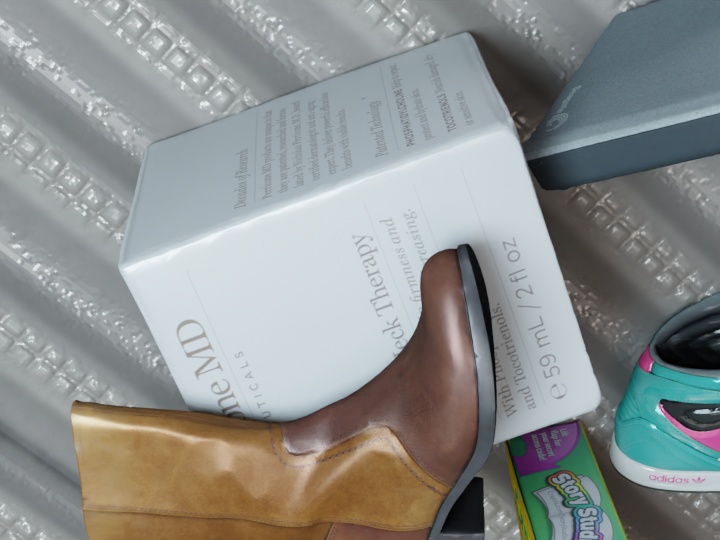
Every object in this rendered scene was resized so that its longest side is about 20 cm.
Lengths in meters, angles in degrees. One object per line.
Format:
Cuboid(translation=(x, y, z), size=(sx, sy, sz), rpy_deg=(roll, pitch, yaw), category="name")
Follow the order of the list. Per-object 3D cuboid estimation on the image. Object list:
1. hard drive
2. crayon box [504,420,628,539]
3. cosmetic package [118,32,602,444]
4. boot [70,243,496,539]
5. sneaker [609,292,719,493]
Cuboid(translation=(0.189, -0.105, 0.711), size=(0.199, 0.140, 0.033), rpy_deg=(-12, 121, 44), category="hard drive")
Cuboid(translation=(0.137, 0.217, 0.869), size=(0.058, 0.200, 0.173), rpy_deg=(-13, 115, 1), category="crayon box")
Cuboid(translation=(0.000, 0.000, 0.778), size=(0.199, 0.167, 0.168), rpy_deg=(-20, 115, 5), category="cosmetic package")
Cuboid(translation=(-0.037, 0.070, 0.696), size=(0.199, 0.069, 0.189), rpy_deg=(4, 123, 1), category="boot")
Cuboid(translation=(0.254, 0.066, 0.881), size=(0.199, 0.084, 0.121), rpy_deg=(-3, 124, -2), category="sneaker")
